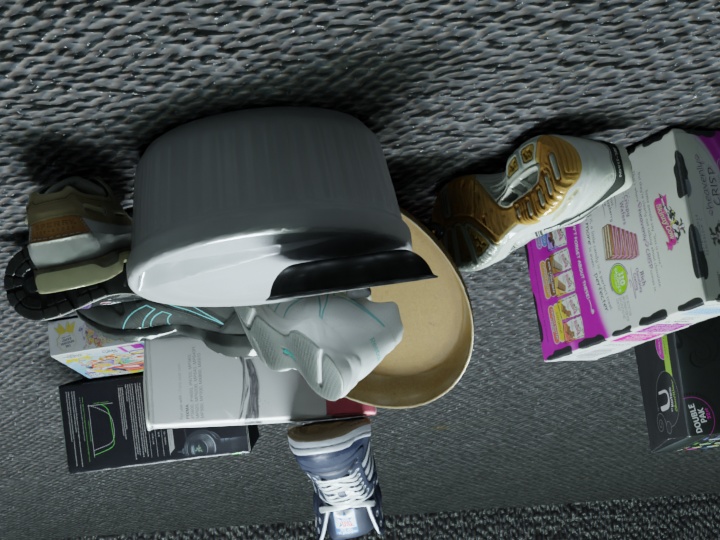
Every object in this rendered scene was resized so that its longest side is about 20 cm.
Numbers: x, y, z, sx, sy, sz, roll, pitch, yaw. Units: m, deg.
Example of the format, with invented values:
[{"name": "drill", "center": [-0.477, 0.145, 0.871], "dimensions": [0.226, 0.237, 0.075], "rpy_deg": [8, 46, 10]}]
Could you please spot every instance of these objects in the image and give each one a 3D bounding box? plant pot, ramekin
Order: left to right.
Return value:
[{"name": "ramekin", "center": [-0.067, -0.044, 1.327], "dimensions": [0.201, 0.095, 0.202], "rpy_deg": [-7, 167, -2]}, {"name": "plant pot", "center": [0.003, 0.017, 1.494], "dimensions": [0.199, 0.201, 0.027], "rpy_deg": [-19, -161, 40]}]

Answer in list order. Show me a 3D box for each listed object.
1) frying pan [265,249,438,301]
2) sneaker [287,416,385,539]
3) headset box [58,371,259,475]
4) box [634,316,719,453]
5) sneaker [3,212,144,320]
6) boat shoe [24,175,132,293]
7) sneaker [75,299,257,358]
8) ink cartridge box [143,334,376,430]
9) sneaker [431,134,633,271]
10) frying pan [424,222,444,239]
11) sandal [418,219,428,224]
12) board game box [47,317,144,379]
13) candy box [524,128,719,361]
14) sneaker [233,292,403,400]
[{"name": "frying pan", "center": [0.009, 0.003, 1.292], "dimensions": [0.114, 0.031, 0.190], "rpy_deg": [-8, 180, 24]}, {"name": "sneaker", "center": [-0.018, 0.186, 1.688], "dimensions": [0.070, 0.109, 0.200], "rpy_deg": [-6, 177, 5]}, {"name": "headset box", "center": [-0.197, 0.146, 1.981], "dimensions": [0.199, 0.093, 0.174], "rpy_deg": [-8, 180, -1]}, {"name": "box", "center": [0.422, 0.114, 2.131], "dimensions": [0.199, 0.150, 0.124], "rpy_deg": [-4, 167, -12]}, {"name": "sneaker", "center": [-0.173, -0.010, 1.504], "dimensions": [0.199, 0.076, 0.088], "rpy_deg": [-7, -178, 15]}, {"name": "boat shoe", "center": [-0.194, -0.033, 1.357], "dimensions": [0.074, 0.069, 0.200], "rpy_deg": [-12, -173, -2]}, {"name": "sneaker", "center": [-0.151, 0.017, 1.609], "dimensions": [0.199, 0.080, 0.075], "rpy_deg": [6, -154, 22]}, {"name": "ink cartridge box", "center": [-0.092, 0.095, 1.708], "dimensions": [0.199, 0.085, 0.146], "rpy_deg": [-5, 176, -5]}, {"name": "sneaker", "center": [0.131, -0.047, 1.463], "dimensions": [0.087, 0.076, 0.200], "rpy_deg": [-5, 170, -31]}, {"name": "frying pan", "center": [0.005, 0.015, 1.541], "dimensions": [0.189, 0.115, 0.031], "rpy_deg": [4, -145, 44]}, {"name": "sandal", "center": [0.049, 0.003, 1.609], "dimensions": [0.059, 0.079, 0.207], "rpy_deg": [-42, 152, -17]}, {"name": "board game box", "center": [-0.183, 0.063, 1.834], "dimensions": [0.199, 0.034, 0.134], "rpy_deg": [-9, 166, 7]}, {"name": "candy box", "center": [0.214, -0.016, 1.506], "dimensions": [0.061, 0.137, 0.200], "rpy_deg": [-1, 166, -33]}, {"name": "sneaker", "center": [-0.035, 0.038, 1.452], "dimensions": [0.080, 0.071, 0.200], "rpy_deg": [-31, -151, -20]}]
